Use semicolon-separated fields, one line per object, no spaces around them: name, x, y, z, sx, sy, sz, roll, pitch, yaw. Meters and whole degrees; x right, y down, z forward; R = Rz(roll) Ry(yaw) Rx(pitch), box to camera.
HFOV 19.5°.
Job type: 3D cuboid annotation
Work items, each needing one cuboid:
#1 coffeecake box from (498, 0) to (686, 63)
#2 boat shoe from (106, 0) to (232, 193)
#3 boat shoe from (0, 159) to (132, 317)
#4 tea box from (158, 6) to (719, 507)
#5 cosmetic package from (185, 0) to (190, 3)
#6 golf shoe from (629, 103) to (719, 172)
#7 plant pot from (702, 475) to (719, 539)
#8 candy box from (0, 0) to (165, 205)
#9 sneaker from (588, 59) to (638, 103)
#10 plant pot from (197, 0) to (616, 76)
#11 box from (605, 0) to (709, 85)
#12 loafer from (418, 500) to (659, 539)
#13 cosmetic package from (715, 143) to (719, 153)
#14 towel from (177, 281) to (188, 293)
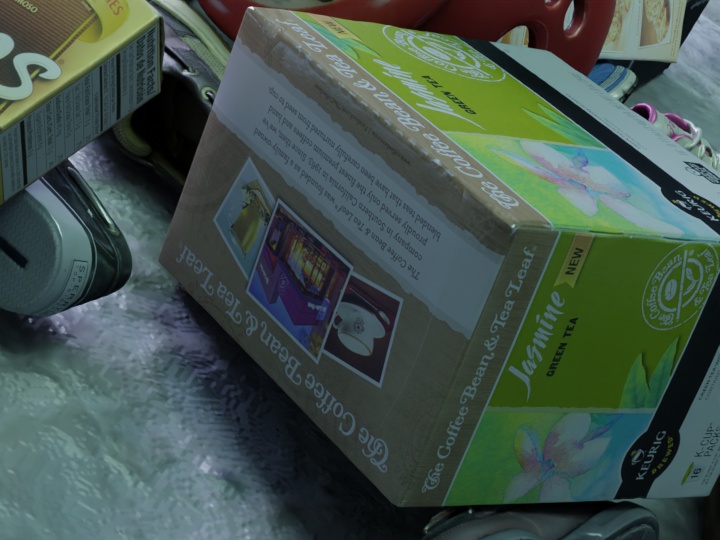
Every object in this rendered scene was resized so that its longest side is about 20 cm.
coffeecake box;0.083;-0.176;1.294;0.153;0.074;0.199;17;14;42
boat shoe;-0.097;-0.086;1.032;0.199;0.074;0.065;31;35;30
boat shoe;-0.180;-0.049;0.926;0.200;0.072;0.071;47;15;21
tea box;0.053;-0.006;0.922;0.196;0.134;0.200;2;29;-41
cosmetic package;-0.122;-0.275;1.220;0.167;0.167;0.200;31;29;0
golf shoe;0.180;-0.041;1.128;0.198;0.092;0.075;1;24;-14
plant pot;0.260;0.102;0.996;0.173;0.202;0.201;13;29;1
candy box;-0.190;-0.071;0.850;0.117;0.057;0.200;41;61;18
sneaker;0.098;-0.097;1.242;0.089;0.079;0.200;39;30;10
plant pot;0.014;-0.174;1.091;0.201;0.200;0.182;49;9;30
box;0.164;-0.262;1.439;0.200;0.197;0.124;38;28;14
loafer;0.054;0.126;0.875;0.063;0.072;0.199;24;16;32
cosmetic package;0.307;-0.052;1.311;0.101;0.072;0.200;36;11;30
towel;0.000;0.000;1.053;0.144;0.023;0.200;32;29;2
